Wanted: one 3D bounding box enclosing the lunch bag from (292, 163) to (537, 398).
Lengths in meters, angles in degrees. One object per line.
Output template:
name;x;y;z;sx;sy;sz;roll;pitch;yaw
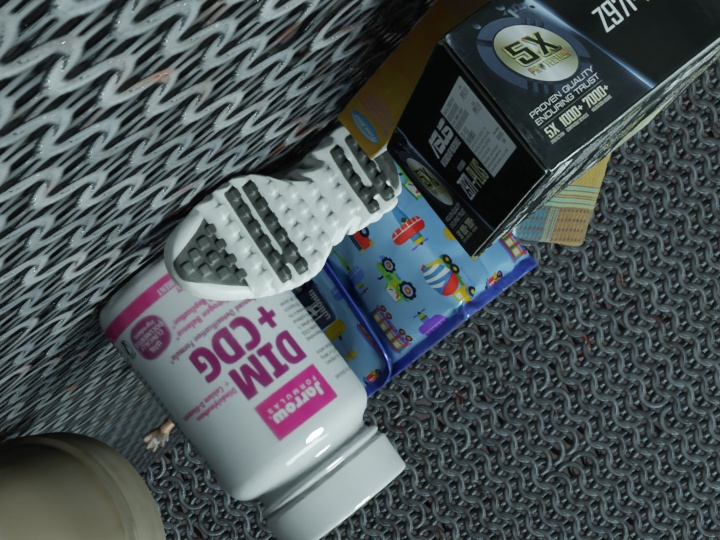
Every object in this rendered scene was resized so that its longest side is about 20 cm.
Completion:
lunch bag;0.000;0.000;1.190;0.094;0.151;0.200;-34;174;-45

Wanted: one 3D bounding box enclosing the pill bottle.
pill bottle;-0.068;0.076;1.077;0.113;0.200;0.113;-38;177;-3

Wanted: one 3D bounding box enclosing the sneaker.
sneaker;-0.055;-0.025;1.021;0.081;0.075;0.200;-26;-177;40

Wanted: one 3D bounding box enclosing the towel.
towel;0.170;-0.119;1.309;0.147;0.022;0.201;5;104;-60

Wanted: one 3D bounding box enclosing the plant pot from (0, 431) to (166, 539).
plant pot;-0.270;0.221;1.221;0.200;0.200;0.173;-39;160;20

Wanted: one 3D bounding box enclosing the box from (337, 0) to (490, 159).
box;0.066;-0.139;0.992;0.119;0.042;0.200;-36;174;-35

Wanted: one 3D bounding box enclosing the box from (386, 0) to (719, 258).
box;0.113;-0.105;0.890;0.164;0.086;0.200;-37;175;-12

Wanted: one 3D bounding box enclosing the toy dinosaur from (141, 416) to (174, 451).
toy dinosaur;-0.115;0.087;1.438;0.200;0.086;0.135;-18;176;-40
